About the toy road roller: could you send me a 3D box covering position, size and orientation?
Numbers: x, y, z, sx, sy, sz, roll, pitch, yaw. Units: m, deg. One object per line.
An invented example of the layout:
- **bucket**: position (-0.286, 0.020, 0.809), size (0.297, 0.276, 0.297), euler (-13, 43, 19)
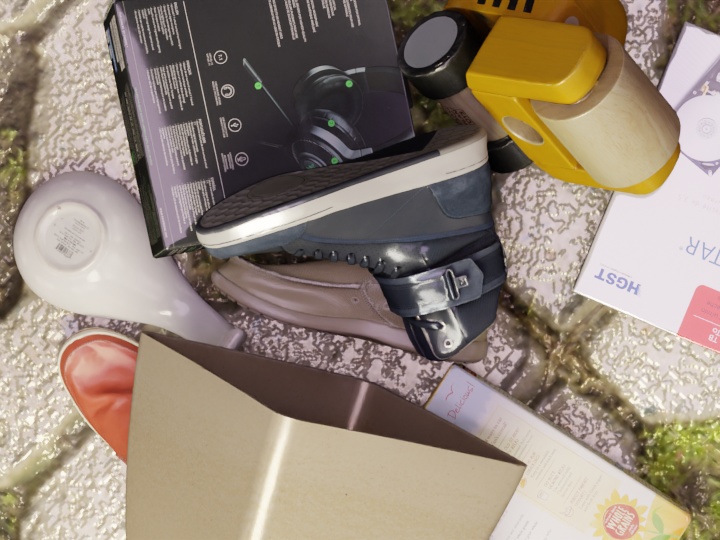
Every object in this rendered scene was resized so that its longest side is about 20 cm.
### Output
- **toy road roller**: position (0.136, -0.147, 1.539), size (0.123, 0.200, 0.146), euler (44, 73, -40)

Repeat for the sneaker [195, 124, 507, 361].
- **sneaker**: position (0.001, 0.000, 1.513), size (0.202, 0.077, 0.147), euler (-15, 109, -11)

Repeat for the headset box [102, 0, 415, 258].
- **headset box**: position (-0.060, -0.114, 1.578), size (0.199, 0.093, 0.175), euler (-13, 90, -10)

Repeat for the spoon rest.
- **spoon rest**: position (-0.162, 0.007, 1.635), size (0.200, 0.061, 0.099), euler (37, 92, 17)

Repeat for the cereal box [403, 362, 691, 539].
- **cereal box**: position (0.111, 0.176, 1.613), size (0.200, 0.040, 0.144), euler (33, 96, 4)

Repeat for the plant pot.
- **plant pot**: position (-0.044, 0.166, 1.515), size (0.200, 0.200, 0.178), euler (13, 97, -35)

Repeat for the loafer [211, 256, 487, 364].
- **loafer**: position (-0.004, 0.013, 1.608), size (0.199, 0.076, 0.068), euler (13, 91, -5)

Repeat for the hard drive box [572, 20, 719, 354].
- **hard drive box**: position (0.254, -0.048, 1.580), size (0.155, 0.077, 0.201), euler (22, 93, 5)

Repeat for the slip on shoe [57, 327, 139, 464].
- **slip on shoe**: position (-0.141, 0.121, 1.625), size (0.074, 0.061, 0.200), euler (-39, 86, 6)
